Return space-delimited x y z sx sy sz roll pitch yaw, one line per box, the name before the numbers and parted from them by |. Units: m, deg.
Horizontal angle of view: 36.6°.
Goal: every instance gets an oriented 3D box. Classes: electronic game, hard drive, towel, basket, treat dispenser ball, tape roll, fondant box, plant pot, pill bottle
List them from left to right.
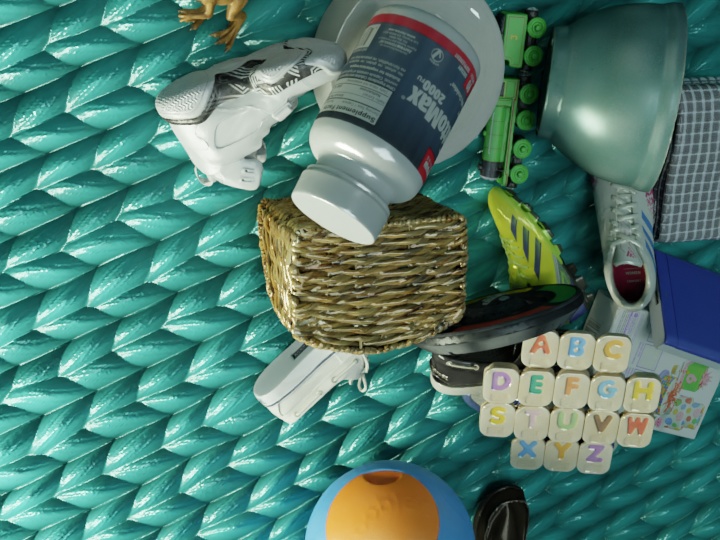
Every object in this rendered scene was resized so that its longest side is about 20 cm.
basket | 0.000 0.000 1.146 0.196 0.149 0.146 -6 107 -19
pill bottle | 0.021 -0.133 1.022 0.119 0.119 0.202 34 76 -27
treat dispenser ball | 0.034 0.321 1.245 0.197 0.201 0.205 -7 110 -19
tape roll | 0.049 -0.215 1.140 0.199 0.071 0.206 -7 110 -19
electronic game | 0.147 0.049 1.190 0.197 0.200 0.042 -16 96 -15
plant pot | 0.262 -0.196 1.179 0.132 0.201 0.204 9 106 5
fondant box | 0.367 0.122 1.387 0.197 0.058 0.147 16 102 -24
towel | 0.421 -0.128 1.307 0.163 0.086 0.204 -6 110 -18
hard drive | 0.444 0.061 1.364 0.197 0.134 0.025 18 145 -23

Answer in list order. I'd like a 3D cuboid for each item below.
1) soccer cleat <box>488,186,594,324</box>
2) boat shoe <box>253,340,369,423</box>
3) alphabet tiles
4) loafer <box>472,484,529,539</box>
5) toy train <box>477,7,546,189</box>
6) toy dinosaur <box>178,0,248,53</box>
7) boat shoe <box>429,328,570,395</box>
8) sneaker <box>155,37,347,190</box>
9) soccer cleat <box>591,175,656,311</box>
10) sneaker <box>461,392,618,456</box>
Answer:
soccer cleat | 0.198 -0.010 1.274 0.083 0.065 0.201 -35 115 9
boat shoe | -0.020 0.099 1.219 0.202 0.075 0.086 -43 117 -1
alphabet tiles | 0.234 0.152 1.221 0.196 0.015 0.199 4 121 3
loafer | 0.184 0.373 1.394 0.072 0.071 0.204 0 108 -21
toy train | 0.167 -0.191 1.213 0.055 0.042 0.204 2 108 -11
toy dinosaur | -0.120 -0.272 1.051 0.199 0.061 0.106 -30 165 -45
boat shoe | 0.178 0.096 1.282 0.196 0.075 0.061 -6 133 -3
sneaker | -0.096 -0.154 1.084 0.196 0.076 0.116 -14 120 11
soccer cleat | 0.311 -0.050 1.267 0.069 0.086 0.204 -9 99 17
sneaker | 0.216 0.164 1.294 0.196 0.088 0.077 12 110 4
